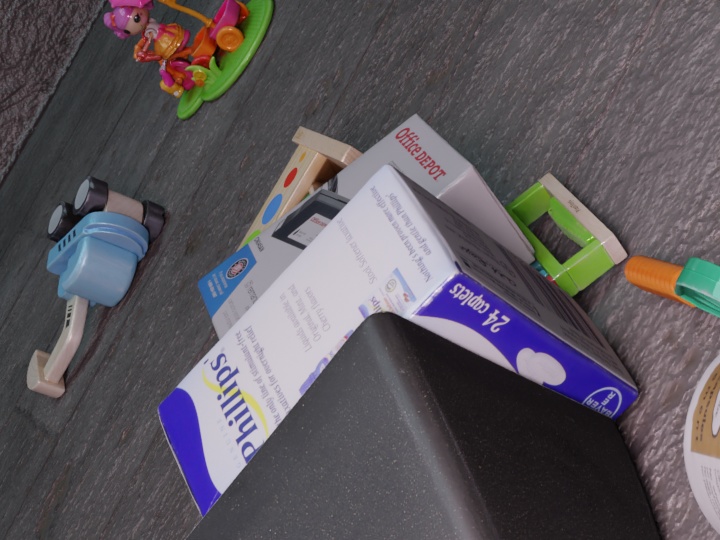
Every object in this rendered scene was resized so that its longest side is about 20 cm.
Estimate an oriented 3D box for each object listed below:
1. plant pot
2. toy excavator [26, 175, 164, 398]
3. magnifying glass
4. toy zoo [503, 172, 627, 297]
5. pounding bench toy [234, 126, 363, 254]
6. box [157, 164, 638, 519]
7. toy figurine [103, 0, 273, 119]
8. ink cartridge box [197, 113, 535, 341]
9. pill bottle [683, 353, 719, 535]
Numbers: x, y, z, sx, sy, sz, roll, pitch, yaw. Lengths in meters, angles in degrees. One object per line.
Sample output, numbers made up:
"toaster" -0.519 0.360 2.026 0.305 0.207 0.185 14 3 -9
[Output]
"plant pot" 0.046 0.177 0.827 0.200 0.198 0.178 -50 39 18
"toy excavator" -0.318 0.023 1.873 0.194 0.099 0.202 -37 40 44
"magnifying glass" 0.189 0.013 0.889 0.023 0.079 0.200 -61 13 2
"toy zoo" 0.071 0.021 1.087 0.199 0.021 0.131 -38 24 2
"pounding bench toy" -0.032 -0.012 1.283 0.157 0.124 0.200 -59 23 0
"box" 0.022 0.075 0.929 0.200 0.183 0.105 -46 43 14
"toy figurine" -0.234 -0.300 1.968 0.200 0.183 0.151 -41 28 35
"ink cartridge box" 0.000 0.000 1.095 0.199 0.084 0.145 -37 24 1
"pill bottle" 0.203 0.074 0.639 0.115 0.114 0.200 -60 1 -3
